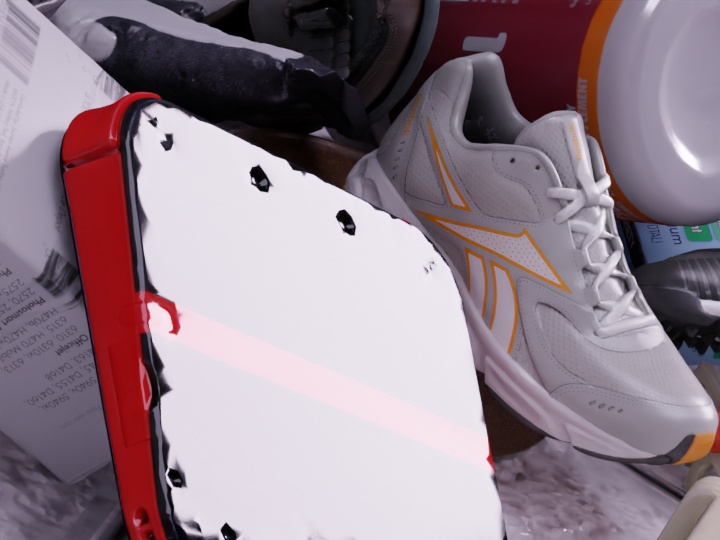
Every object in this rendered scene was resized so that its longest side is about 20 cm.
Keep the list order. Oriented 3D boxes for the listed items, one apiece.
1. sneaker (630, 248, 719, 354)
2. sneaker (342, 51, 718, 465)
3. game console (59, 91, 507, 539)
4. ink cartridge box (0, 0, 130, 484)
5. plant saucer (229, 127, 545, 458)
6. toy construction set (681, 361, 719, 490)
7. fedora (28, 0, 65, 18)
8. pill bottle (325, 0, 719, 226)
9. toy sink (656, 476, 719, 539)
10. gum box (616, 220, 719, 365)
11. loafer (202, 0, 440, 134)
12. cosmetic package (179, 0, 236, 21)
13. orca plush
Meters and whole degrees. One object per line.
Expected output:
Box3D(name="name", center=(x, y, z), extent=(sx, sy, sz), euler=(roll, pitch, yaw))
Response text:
Box3D(name="sneaker", center=(0.195, -0.011, 1.230), extent=(0.200, 0.091, 0.066), euler=(-1, -6, -22))
Box3D(name="sneaker", center=(0.074, -0.008, 1.160), extent=(0.076, 0.092, 0.200), euler=(-4, 41, -49))
Box3D(name="game console", center=(-0.021, 0.040, 1.006), extent=(0.200, 0.031, 0.177), euler=(25, 48, -47))
Box3D(name="ink cartridge box", center=(-0.109, -0.012, 1.007), extent=(0.200, 0.067, 0.116), euler=(43, 32, -28))
Box3D(name="plant saucer", center=(0.000, 0.000, 1.213), extent=(0.200, 0.035, 0.200), euler=(24, 25, -12))
Box3D(name="toy construction set", center=(0.229, 0.086, 1.229), extent=(0.200, 0.092, 0.131), euler=(6, 58, -28))
Box3D(name="fedora", center=(-0.198, -0.159, 1.123), extent=(0.200, 0.090, 0.177), euler=(19, 27, 5))
Box3D(name="pill bottle", center=(0.076, -0.081, 1.275), extent=(0.113, 0.113, 0.200), euler=(4, 2, -43))
Box3D(name="toy sink", center=(0.113, 0.155, 0.932), extent=(0.112, 0.130, 0.200), euler=(33, 26, 9))
Box3D(name="gum box", center=(0.205, -0.033, 1.340), extent=(0.200, 0.045, 0.170), euler=(-1, 47, -13))
Box3D(name="loafer", center=(-0.028, -0.093, 1.233), extent=(0.063, 0.072, 0.200), euler=(7, -11, -19))
Box3D(name="cosmetic package", center=(0.005, -0.224, 1.329), extent=(0.166, 0.200, 0.168), euler=(-44, 118, -69))
Box3D(name="orca plush", center=(-0.090, -0.070, 1.199), extent=(0.200, 0.071, 0.105), euler=(14, 15, 20))
